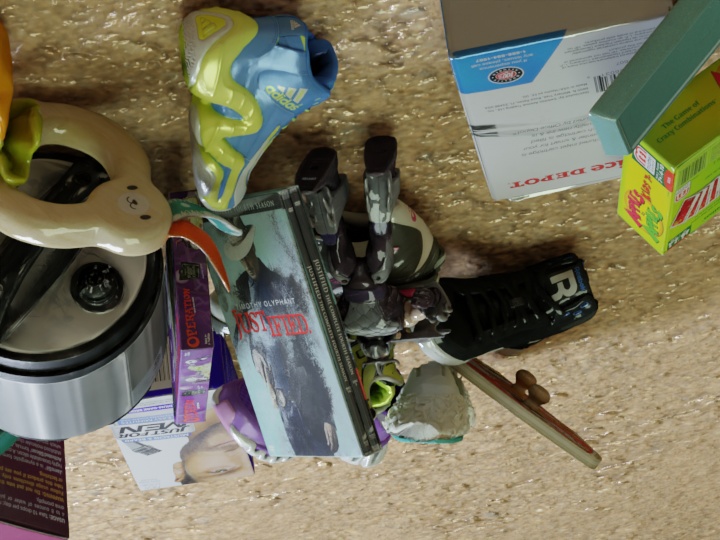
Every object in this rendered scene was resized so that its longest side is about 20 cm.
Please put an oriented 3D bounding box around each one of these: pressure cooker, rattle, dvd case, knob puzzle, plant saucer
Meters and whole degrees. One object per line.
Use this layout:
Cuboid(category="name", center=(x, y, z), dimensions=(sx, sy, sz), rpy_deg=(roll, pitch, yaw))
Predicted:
Cuboid(category="pressure cooker", center=(-0.222, 0.012, 1.671), dimensions=(0.178, 0.177, 0.200), rpy_deg=(-8, 157, -6))
Cuboid(category="rattle", center=(-0.161, -0.081, 1.542), dimensions=(0.199, 0.130, 0.143), rpy_deg=(25, 118, 13))
Cuboid(category="dvd case", center=(-0.057, 0.041, 1.711), dimensions=(0.022, 0.201, 0.146), rpy_deg=(-20, -172, -30))
Cuboid(category="knob puzzle", center=(0.134, 0.101, 1.952), dimensions=(0.030, 0.220, 0.220), rpy_deg=(-53, 142, 3))
Cuboid(category="plant saucer", center=(0.215, -0.157, 1.466), dimensions=(0.200, 0.019, 0.070), rpy_deg=(-50, 155, -5))

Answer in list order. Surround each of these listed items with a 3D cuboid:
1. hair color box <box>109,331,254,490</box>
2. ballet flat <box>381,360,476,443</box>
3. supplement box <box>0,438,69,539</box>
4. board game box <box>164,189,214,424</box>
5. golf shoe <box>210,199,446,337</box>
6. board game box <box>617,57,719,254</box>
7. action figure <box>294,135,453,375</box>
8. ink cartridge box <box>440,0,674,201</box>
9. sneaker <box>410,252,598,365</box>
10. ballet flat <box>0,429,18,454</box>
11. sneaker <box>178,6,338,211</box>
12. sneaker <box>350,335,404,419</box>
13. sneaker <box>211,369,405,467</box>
Cuboid(category="hair color box", center=(-0.158, 0.122, 2.031), dimensions=(0.109, 0.065, 0.200), rpy_deg=(-8, 155, 2))
Cuboid(category="ballet flat", center=(0.056, 0.105, 1.891), dimensions=(0.071, 0.072, 0.200), rpy_deg=(-9, 177, 5))
Cuboid(category="supplement box", center=(-0.314, 0.132, 1.860), dimensions=(0.131, 0.201, 0.103), rpy_deg=(-26, 148, 31))
Cuboid(category="board game box", center=(-0.128, 0.031, 1.732), dimensions=(0.032, 0.121, 0.200), rpy_deg=(-8, 162, -8))
Cuboid(category="golf shoe", center=(-0.036, -0.006, 1.816), dimensions=(0.199, 0.077, 0.088), rpy_deg=(-15, 130, 16))
Cuboid(category="board game box", center=(0.263, -0.106, 1.568), dimensions=(0.200, 0.048, 0.102), rpy_deg=(-35, 153, -19))
Cuboid(category="action figure", center=(0.000, 0.000, 1.732), dimensions=(0.130, 0.069, 0.201), rpy_deg=(-6, 126, 6))
Cuboid(category="ink cartridge box", center=(0.138, -0.138, 1.557), dimensions=(0.145, 0.085, 0.200), rpy_deg=(-11, 154, 6))
Cuboid(category="sneaker", center=(0.122, 0.021, 1.865), dimensions=(0.112, 0.073, 0.200), rpy_deg=(-25, 170, 26))
Cuboid(category="ballet flat", center=(-0.249, 0.076, 1.808), dimensions=(0.200, 0.063, 0.069), rpy_deg=(-41, 168, -44))
Cuboid(category="sneaker", center=(-0.065, -0.106, 1.586), dimensions=(0.105, 0.076, 0.200), rpy_deg=(-6, 153, -3))
Cuboid(category="sneaker", center=(-0.003, 0.079, 1.859), dimensions=(0.076, 0.200, 0.076), rpy_deg=(30, 121, 5))
Cuboid(category="sneaker", center=(-0.034, 0.107, 1.933), dimensions=(0.200, 0.081, 0.088), rpy_deg=(7, 136, -46))
